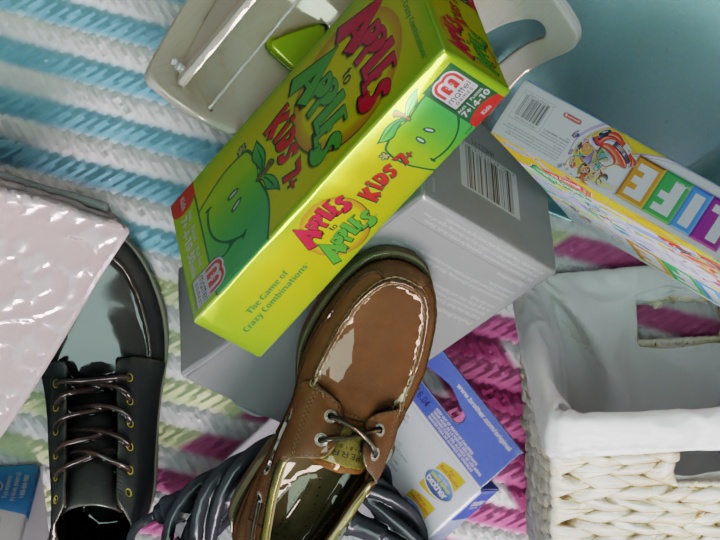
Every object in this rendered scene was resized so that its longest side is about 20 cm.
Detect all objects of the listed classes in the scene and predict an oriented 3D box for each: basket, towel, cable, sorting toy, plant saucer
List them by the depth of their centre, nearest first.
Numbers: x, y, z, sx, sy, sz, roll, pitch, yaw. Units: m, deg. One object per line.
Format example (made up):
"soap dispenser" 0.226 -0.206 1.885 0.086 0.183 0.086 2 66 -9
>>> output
"sorting toy" 0.017 -0.139 1.419 0.180 0.107 0.200 37 114 -13
"towel" -0.254 0.015 1.430 0.199 0.032 0.191 18 119 -32
"basket" 0.189 0.105 1.465 0.197 0.200 0.162 -2 112 -1
"plant saucer" 0.146 -0.123 1.474 0.199 0.027 0.201 0 110 -1
"cable" -0.029 0.192 1.479 0.163 0.051 0.200 -30 94 -4

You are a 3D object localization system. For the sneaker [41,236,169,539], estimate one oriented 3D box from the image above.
"sneaker" -0.147 0.078 1.503 0.074 0.106 0.201 -4 110 1

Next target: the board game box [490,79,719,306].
"board game box" 0.173 -0.017 1.351 0.200 0.134 0.034 32 86 31

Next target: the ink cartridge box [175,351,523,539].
"ink cartridge box" -0.007 0.126 1.529 0.200 0.042 0.119 -44 72 16

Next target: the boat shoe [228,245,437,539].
"boat shoe" -0.008 0.085 1.383 0.072 0.068 0.201 16 115 -15

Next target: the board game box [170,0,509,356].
"board game box" -0.015 -0.062 1.361 0.048 0.102 0.200 29 116 -30

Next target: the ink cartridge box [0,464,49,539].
"ink cartridge box" -0.284 0.211 1.529 0.199 0.147 0.145 -3 110 1

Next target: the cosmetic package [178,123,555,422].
"cosmetic package" 0.000 0.000 1.441 0.107 0.090 0.200 30 132 -35
